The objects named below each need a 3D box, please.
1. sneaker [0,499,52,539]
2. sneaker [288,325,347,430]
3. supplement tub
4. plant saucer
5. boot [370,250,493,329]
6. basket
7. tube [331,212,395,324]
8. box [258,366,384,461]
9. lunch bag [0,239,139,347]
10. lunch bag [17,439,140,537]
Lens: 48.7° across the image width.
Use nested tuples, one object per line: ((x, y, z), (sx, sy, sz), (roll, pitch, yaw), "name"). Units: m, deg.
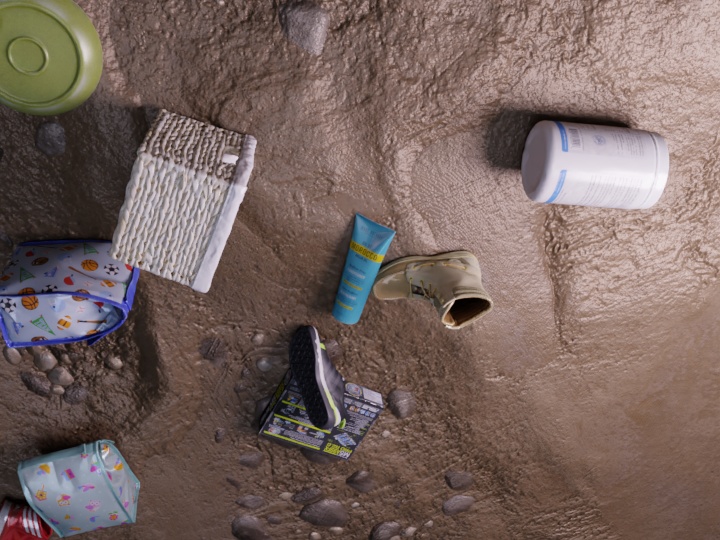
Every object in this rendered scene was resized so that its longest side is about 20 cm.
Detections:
((-0.711, 0.570, 1.657), (0.115, 0.078, 0.200), (17, 120, -14), "sneaker")
((-0.073, 0.199, 1.480), (0.072, 0.083, 0.200), (-15, 86, 38), "sneaker")
((0.373, -0.169, 1.284), (0.200, 0.132, 0.132), (5, 121, -9), "supplement tub")
((-0.480, -0.315, 1.157), (0.200, 0.031, 0.200), (-3, 122, -4), "plant saucer")
((0.119, 0.041, 1.371), (0.200, 0.156, 0.073), (-10, 123, 1), "boot")
((-0.267, -0.109, 1.214), (0.161, 0.198, 0.200), (18, 119, -12), "basket")
((0.000, 0.000, 1.395), (0.077, 0.050, 0.200), (25, 119, 14), "tube")
((-0.077, 0.280, 1.565), (0.200, 0.044, 0.160), (22, 118, -18), "box")
((-0.465, 0.034, 1.294), (0.200, 0.170, 0.124), (-6, 125, -3), "lunch bag")
((-0.546, 0.411, 1.551), (0.170, 0.122, 0.200), (-14, 128, 3), "lunch bag")
